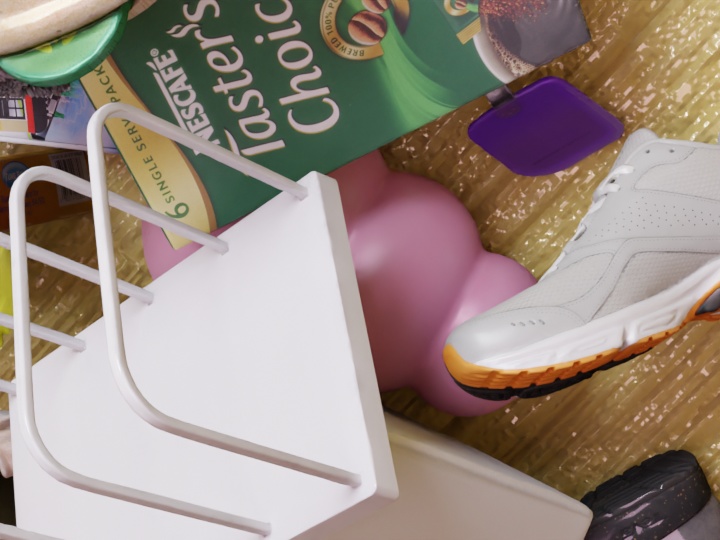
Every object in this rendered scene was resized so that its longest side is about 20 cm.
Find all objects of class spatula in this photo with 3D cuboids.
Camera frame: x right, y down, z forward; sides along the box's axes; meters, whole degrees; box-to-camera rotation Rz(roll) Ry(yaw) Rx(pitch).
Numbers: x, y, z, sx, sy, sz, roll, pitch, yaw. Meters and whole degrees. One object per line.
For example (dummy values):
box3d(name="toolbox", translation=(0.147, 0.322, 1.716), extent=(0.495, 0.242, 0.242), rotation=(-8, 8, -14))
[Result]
box3d(name="spatula", translation=(0.041, -0.104, 0.713), extent=(0.056, 0.021, 0.200), rotation=(-31, 124, 28))

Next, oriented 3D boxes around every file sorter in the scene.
box3d(name="file sorter", translation=(-0.109, 0.051, 0.614), extent=(0.200, 0.124, 0.139), rotation=(-33, 53, 32))

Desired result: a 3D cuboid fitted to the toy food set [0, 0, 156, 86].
box3d(name="toy food set", translation=(-0.116, -0.148, 0.603), extent=(0.198, 0.049, 0.200), rotation=(-5, 55, 20))

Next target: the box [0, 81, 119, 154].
box3d(name="box", translation=(-0.148, -0.163, 0.808), extent=(0.110, 0.035, 0.201), rotation=(7, 102, 15))

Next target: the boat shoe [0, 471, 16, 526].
box3d(name="boat shoe", translation=(-0.205, 0.134, 0.864), extent=(0.201, 0.073, 0.063), rotation=(42, 116, 9))

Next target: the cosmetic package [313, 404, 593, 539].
box3d(name="cosmetic package", translation=(-0.037, 0.152, 0.712), extent=(0.167, 0.166, 0.200), rotation=(21, 88, 46))

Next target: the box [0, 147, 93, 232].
box3d(name="box", translation=(-0.250, -0.026, 0.819), extent=(0.200, 0.119, 0.042), rotation=(-7, 96, 17))

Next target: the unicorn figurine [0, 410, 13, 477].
box3d(name="unicorn figurine", translation=(-0.140, 0.105, 0.801), extent=(0.074, 0.137, 0.200), rotation=(-38, 86, 24))

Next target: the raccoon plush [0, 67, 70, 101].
box3d(name="raccoon plush", translation=(-0.146, -0.116, 0.750), extent=(0.200, 0.134, 0.097), rotation=(33, 99, -9))

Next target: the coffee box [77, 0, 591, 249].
box3d(name="coffee box", translation=(-0.016, -0.103, 0.649), extent=(0.200, 0.044, 0.123), rotation=(-25, 125, -2))

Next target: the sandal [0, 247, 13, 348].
box3d(name="sandal", translation=(-0.250, 0.026, 0.738), extent=(0.200, 0.087, 0.080), rotation=(-21, 132, 0))

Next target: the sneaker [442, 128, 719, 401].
box3d(name="sneaker", translation=(0.117, -0.010, 0.712), extent=(0.200, 0.076, 0.092), rotation=(-21, 80, -20))

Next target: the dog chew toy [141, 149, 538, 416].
box3d(name="dog chew toy", translation=(0.000, 0.000, 0.755), extent=(0.200, 0.125, 0.125), rotation=(29, 107, 1))

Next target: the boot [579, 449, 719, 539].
box3d(name="boot", translation=(0.110, 0.186, 0.782), extent=(0.200, 0.070, 0.132), rotation=(-29, 96, 24))
